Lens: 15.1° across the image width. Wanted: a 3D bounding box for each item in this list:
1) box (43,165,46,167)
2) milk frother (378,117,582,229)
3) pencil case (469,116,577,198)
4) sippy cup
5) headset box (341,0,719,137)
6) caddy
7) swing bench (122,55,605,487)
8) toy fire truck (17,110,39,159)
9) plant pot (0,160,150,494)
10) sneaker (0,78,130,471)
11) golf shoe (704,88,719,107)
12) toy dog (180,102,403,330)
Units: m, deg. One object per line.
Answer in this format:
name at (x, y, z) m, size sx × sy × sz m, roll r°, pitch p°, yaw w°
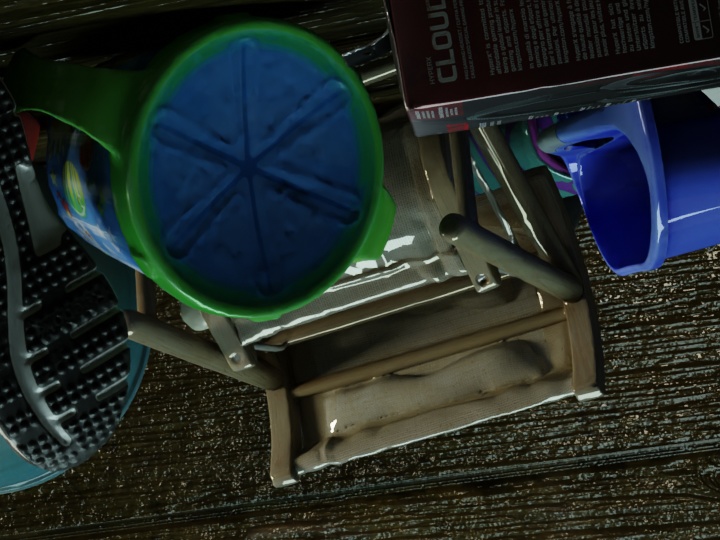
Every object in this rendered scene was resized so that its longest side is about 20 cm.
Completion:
box at (-0.280, 0.027, 1.787) m, size 0.096 × 0.177 × 0.200 m, roll -9°, pitch 178°, yaw 35°
milk frother at (0.035, -0.009, 1.880) m, size 0.180 × 0.201 × 0.188 m, roll -5°, pitch -179°, yaw 43°
pencil case at (0.105, -0.085, 1.595) m, size 0.092 × 0.085 × 0.200 m, roll -49°, pitch -169°, yaw -14°
sippy cup at (-0.079, -0.051, 1.262) m, size 0.140 × 0.178 × 0.130 m, roll -39°, pitch -156°, yaw -24°
headset box at (0.091, -0.104, 1.056) m, size 0.199 × 0.078 × 0.149 m, roll -10°, pitch 178°, yaw 2°
caddy at (0.134, -0.073, 1.270) m, size 0.105 × 0.142 × 0.200 m, roll -14°, pitch 178°, yaw -5°
swing bench at (0.000, 0.000, 1.440) m, size 0.198 × 0.130 × 0.200 m, roll -17°, pitch 145°, yaw 19°
toy fire truck at (-0.261, -0.038, 1.318) m, size 0.167 × 0.113 × 0.200 m, roll 19°, pitch 165°, yaw -25°
plant pot at (-0.234, 0.010, 1.533) m, size 0.199 × 0.201 × 0.188 m, roll -9°, pitch 163°, yaw 6°
sneaker at (-0.163, -0.006, 1.216) m, size 0.073 × 0.201 × 0.080 m, roll -23°, pitch -167°, yaw -21°
golf shoe at (0.193, -0.095, 1.629) m, size 0.072 × 0.093 × 0.200 m, roll -7°, pitch 177°, yaw 4°
toy dog at (-0.041, -0.039, 1.611) m, size 0.193 × 0.140 × 0.200 m, roll -22°, pitch 178°, yaw 4°
